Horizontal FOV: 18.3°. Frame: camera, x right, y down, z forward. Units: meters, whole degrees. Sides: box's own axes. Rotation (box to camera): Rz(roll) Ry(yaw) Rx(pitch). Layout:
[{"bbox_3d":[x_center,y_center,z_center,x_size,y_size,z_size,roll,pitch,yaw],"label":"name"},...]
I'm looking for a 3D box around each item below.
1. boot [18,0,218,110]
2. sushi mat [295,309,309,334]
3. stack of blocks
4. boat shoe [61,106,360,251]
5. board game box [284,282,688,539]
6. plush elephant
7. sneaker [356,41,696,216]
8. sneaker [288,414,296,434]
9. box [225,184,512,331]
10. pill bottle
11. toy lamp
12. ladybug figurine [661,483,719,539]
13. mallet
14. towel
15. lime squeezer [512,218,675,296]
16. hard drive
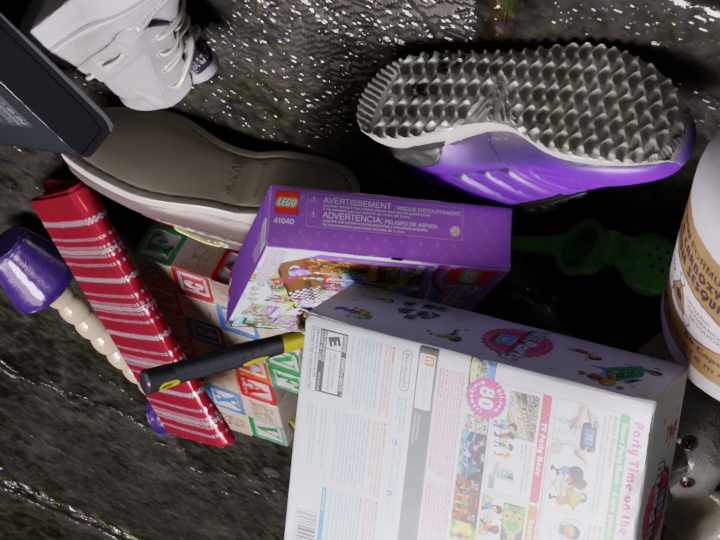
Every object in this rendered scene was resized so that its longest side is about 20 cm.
[{"bbox_3d":[-0.115,-0.147,1.268,0.095,0.074,0.200,33,159,-22],"label":"boot"},{"bbox_3d":[0.043,0.075,1.370,0.096,0.012,0.200,42,-170,34],"label":"sushi mat"},{"bbox_3d":[-0.076,0.040,1.528,0.115,0.059,0.200,18,149,18],"label":"stack of blocks"},{"bbox_3d":[-0.094,-0.049,1.394,0.199,0.072,0.060,13,145,13],"label":"boat shoe"},{"bbox_3d":[0.065,0.104,1.211,0.199,0.064,0.148,14,111,21],"label":"board game box"},{"bbox_3d":[0.150,0.107,1.319,0.154,0.200,0.165,3,114,34],"label":"plush elephant"},{"bbox_3d":[0.103,-0.068,1.210,0.200,0.070,0.100,9,153,37],"label":"sneaker"},{"bbox_3d":[0.047,0.124,1.543,0.200,0.085,0.075,26,-161,-37],"label":"sneaker"},{"bbox_3d":[0.000,0.000,1.302,0.136,0.039,0.200,6,165,-9],"label":"box"},{"bbox_3d":[0.221,-0.021,1.128,0.114,0.115,0.200,21,150,11],"label":"pill bottle"},{"bbox_3d":[-0.196,0.043,1.636,0.058,0.058,0.200,-5,136,44],"label":"toy lamp"},{"bbox_3d":[0.154,0.139,1.479,0.199,0.072,0.136,20,150,14],"label":"ladybug figurine"},{"bbox_3d":[-0.046,0.050,1.421,0.066,0.199,0.041,102,147,-63],"label":"mallet"},{"bbox_3d":[-0.153,0.026,1.493,0.200,0.022,0.145,60,164,-10],"label":"towel"},{"bbox_3d":[0.151,-0.007,1.303,0.199,0.038,0.071,15,180,21],"label":"lime squeezer"},{"bbox_3d":[-0.248,-0.129,1.374,0.140,0.033,0.200,44,164,-27],"label":"hard drive"}]
